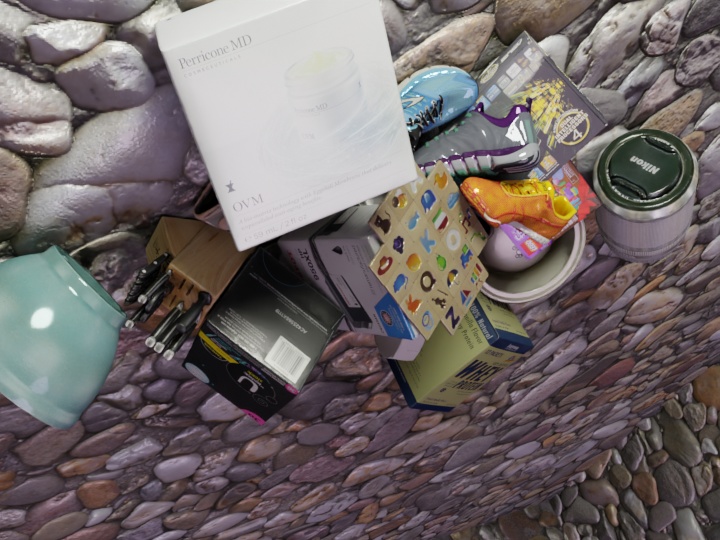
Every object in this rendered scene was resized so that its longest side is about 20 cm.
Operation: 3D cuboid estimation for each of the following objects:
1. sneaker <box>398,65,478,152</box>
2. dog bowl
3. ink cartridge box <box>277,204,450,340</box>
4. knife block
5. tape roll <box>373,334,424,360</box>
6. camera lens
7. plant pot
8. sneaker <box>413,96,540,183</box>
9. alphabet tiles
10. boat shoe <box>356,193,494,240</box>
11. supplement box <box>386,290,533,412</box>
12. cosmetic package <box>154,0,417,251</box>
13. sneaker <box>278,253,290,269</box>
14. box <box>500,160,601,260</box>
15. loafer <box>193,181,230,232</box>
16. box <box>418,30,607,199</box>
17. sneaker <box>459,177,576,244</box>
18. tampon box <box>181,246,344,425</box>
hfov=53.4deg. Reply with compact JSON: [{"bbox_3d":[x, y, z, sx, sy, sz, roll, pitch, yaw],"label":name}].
[{"bbox_3d":[0.060,-0.173,0.854,0.196,0.090,0.080,-26,134,-9],"label":"sneaker"},{"bbox_3d":[0.253,-0.053,1.142,0.194,0.074,0.205,-4,120,-7],"label":"dog bowl"},{"bbox_3d":[0.000,0.000,0.925,0.084,0.197,0.147,-39,114,-31],"label":"ink cartridge box"},{"bbox_3d":[-0.194,0.024,0.880,0.196,0.178,0.064,5,139,-41],"label":"knife block"},{"bbox_3d":[0.058,0.028,1.052,0.036,0.207,0.205,5,140,-15],"label":"tape roll"},{"bbox_3d":[0.469,-0.121,1.188,0.157,0.162,0.200,-29,149,5],"label":"camera lens"},{"bbox_3d":[-0.354,0.060,0.819,0.134,0.199,0.201,-44,150,-10],"label":"plant pot"},{"bbox_3d":[0.126,-0.160,0.903,0.194,0.090,0.074,-6,175,20],"label":"sneaker"},{"bbox_3d":[0.087,-0.024,0.861,0.201,0.006,0.168,50,63,-32],"label":"alphabet tiles"},{"bbox_3d":[0.083,-0.079,0.956,0.195,0.074,0.061,14,177,-7],"label":"boat shoe"},{"bbox_3d":[0.147,0.099,1.221,0.199,0.203,0.133,-42,147,23],"label":"supplement box"},{"bbox_3d":[-0.069,-0.162,0.693,0.195,0.123,0.204,-22,121,-8],"label":"cosmetic package"},{"bbox_3d":[-0.106,0.047,1.081,0.080,0.079,0.202,-18,147,-1],"label":"sneaker"},{"bbox_3d":[0.237,-0.128,1.028,0.136,0.039,0.200,-38,115,18],"label":"box"},{"bbox_3d":[-0.135,-0.118,0.829,0.061,0.073,0.201,7,138,-32],"label":"loafer"},{"bbox_3d":[0.197,-0.180,0.941,0.160,0.050,0.200,38,116,-20],"label":"box"},{"bbox_3d":[0.201,-0.093,0.918,0.196,0.074,0.078,9,130,-42],"label":"sneaker"},{"bbox_3d":[-0.137,0.097,0.972,0.127,0.148,0.200,-56,-175,-32],"label":"tampon box"}]
